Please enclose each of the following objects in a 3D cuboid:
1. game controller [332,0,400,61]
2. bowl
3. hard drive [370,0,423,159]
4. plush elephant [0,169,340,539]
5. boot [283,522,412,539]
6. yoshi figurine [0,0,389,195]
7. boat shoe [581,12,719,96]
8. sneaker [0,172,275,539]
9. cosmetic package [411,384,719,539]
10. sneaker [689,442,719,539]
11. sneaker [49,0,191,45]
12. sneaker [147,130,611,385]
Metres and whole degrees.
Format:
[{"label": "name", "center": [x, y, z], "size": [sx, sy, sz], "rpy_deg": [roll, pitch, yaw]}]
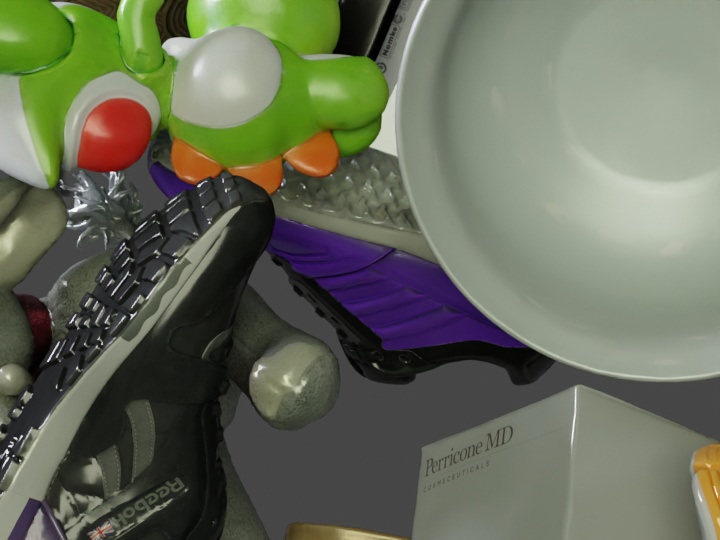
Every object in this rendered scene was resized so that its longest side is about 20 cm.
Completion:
[{"label": "game controller", "center": [-0.071, -0.145, 0.998], "size": [0.200, 0.042, 0.104], "rpy_deg": [24, 87, 21]}, {"label": "bowl", "center": [0.117, -0.065, 0.882], "size": [0.201, 0.090, 0.201], "rpy_deg": [3, 109, 8]}, {"label": "hard drive", "center": [0.052, -0.094, 1.007], "size": [0.200, 0.027, 0.132], "rpy_deg": [19, 85, 8]}, {"label": "plush elephant", "center": [-0.126, 0.045, 0.933], "size": [0.155, 0.165, 0.200], "rpy_deg": [-16, 59, -33]}, {"label": "boot", "center": [0.039, 0.216, 0.950], "size": [0.175, 0.066, 0.200], "rpy_deg": [11, 77, -7]}, {"label": "yoshi figurine", "center": [-0.090, -0.088, 0.894], "size": [0.200, 0.112, 0.112], "rpy_deg": [4, 95, -11]}, {"label": "boat shoe", "center": [0.164, -0.086, 0.951], "size": [0.200, 0.071, 0.063], "rpy_deg": [16, 101, -2]}, {"label": "sneaker", "center": [-0.078, 0.059, 0.846], "size": [0.088, 0.076, 0.200], "rpy_deg": [32, 100, -18]}, {"label": "cosmetic package", "center": [0.073, 0.158, 0.886], "size": [0.081, 0.113, 0.200], "rpy_deg": [21, 60, -28]}, {"label": "sneaker", "center": [0.182, 0.082, 0.889], "size": [0.077, 0.200, 0.078], "rpy_deg": [-14, 97, 18]}, {"label": "sneaker", "center": [-0.126, -0.129, 0.969], "size": [0.200, 0.071, 0.113], "rpy_deg": [-21, 44, -3]}, {"label": "sneaker", "center": [0.000, 0.000, 0.965], "size": [0.200, 0.070, 0.100], "rpy_deg": [18, 125, 1]}]
